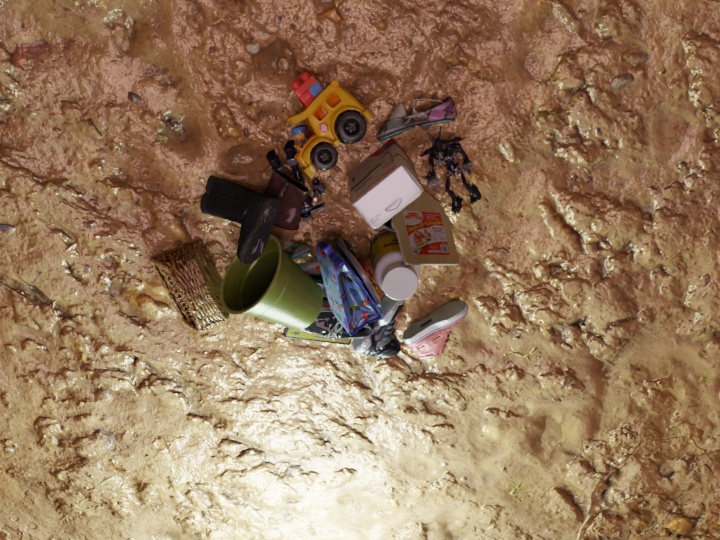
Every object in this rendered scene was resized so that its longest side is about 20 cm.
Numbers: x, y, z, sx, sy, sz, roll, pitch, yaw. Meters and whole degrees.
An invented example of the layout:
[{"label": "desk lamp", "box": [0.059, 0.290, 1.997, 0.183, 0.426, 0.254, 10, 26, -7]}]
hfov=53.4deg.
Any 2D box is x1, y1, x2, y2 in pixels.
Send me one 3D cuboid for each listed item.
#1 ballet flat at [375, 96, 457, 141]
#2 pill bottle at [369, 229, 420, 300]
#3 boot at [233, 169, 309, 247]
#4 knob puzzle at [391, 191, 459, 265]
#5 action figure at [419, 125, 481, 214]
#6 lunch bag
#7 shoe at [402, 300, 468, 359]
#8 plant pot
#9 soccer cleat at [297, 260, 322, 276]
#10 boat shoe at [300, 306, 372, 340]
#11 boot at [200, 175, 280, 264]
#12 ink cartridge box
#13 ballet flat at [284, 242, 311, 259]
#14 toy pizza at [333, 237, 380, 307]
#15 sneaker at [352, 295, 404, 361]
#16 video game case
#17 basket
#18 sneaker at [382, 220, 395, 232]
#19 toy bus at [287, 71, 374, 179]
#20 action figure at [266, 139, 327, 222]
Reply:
[{"label": "ballet flat", "box": [0.124, -0.356, 1.651, 0.198, 0.069, 0.072, -15, 99, -1]}, {"label": "pill bottle", "box": [0.084, -0.013, 1.734, 0.111, 0.200, 0.113, -2, 116, -4]}, {"label": "boot", "box": [-0.219, -0.166, 1.673, 0.199, 0.072, 0.167, 30, 122, 12]}, {"label": "knob puzzle", "box": [0.144, -0.106, 1.710, 0.219, 0.221, 0.030, 37, 143, -20]}, {"label": "action figure", "box": [0.215, -0.236, 1.692, 0.118, 0.102, 0.201, -22, 118, 19]}, {"label": "lunch bag", "box": [-0.047, 0.026, 1.698, 0.094, 0.151, 0.201, -29, 119, -9]}, {"label": "shoe", "box": [0.215, 0.161, 1.907, 0.199, 0.072, 0.091, -31, 116, 17]}, {"label": "plant pot", "box": [-0.190, 0.048, 1.667, 0.200, 0.201, 0.190, -42, 132, 15]}, {"label": "soccer cleat", "box": [-0.157, 0.006, 1.803, 0.198, 0.078, 0.070, -17, 130, -18]}, {"label": "boat shoe", "box": [-0.065, 0.143, 1.808, 0.198, 0.068, 0.074, 10, 116, -24]}, {"label": "boot", "box": [-0.294, -0.119, 1.631, 0.166, 0.199, 0.066, -63, 152, -9]}, {"label": "ink cartridge box", "box": [0.054, -0.202, 1.639, 0.146, 0.200, 0.083, -37, 114, 13]}, {"label": "ballet flat", "box": [-0.220, -0.038, 1.776, 0.198, 0.074, 0.075, -24, 116, 3]}, {"label": "toy pizza", "box": [0.000, 0.000, 1.740, 0.032, 0.200, 0.201, -33, 115, -4]}, {"label": "sneaker", "box": [0.074, 0.152, 1.891, 0.113, 0.076, 0.201, 31, 107, -28]}, {"label": "video game case", "box": [-0.080, 0.104, 1.843, 0.198, 0.026, 0.182, 11, 116, -32]}, {"label": "basket", "box": [-0.424, 0.054, 1.760, 0.148, 0.143, 0.201, -19, 116, 4]}, {"label": "sneaker", "box": [0.109, -0.119, 1.753, 0.198, 0.081, 0.076, 10, 114, -11]}, {"label": "toy bus", "box": [-0.097, -0.332, 1.592, 0.200, 0.136, 0.192, -45, 105, 1]}, {"label": "action figure", "box": [-0.152, -0.199, 1.702, 0.129, 0.070, 0.201, -21, 120, -2]}]
